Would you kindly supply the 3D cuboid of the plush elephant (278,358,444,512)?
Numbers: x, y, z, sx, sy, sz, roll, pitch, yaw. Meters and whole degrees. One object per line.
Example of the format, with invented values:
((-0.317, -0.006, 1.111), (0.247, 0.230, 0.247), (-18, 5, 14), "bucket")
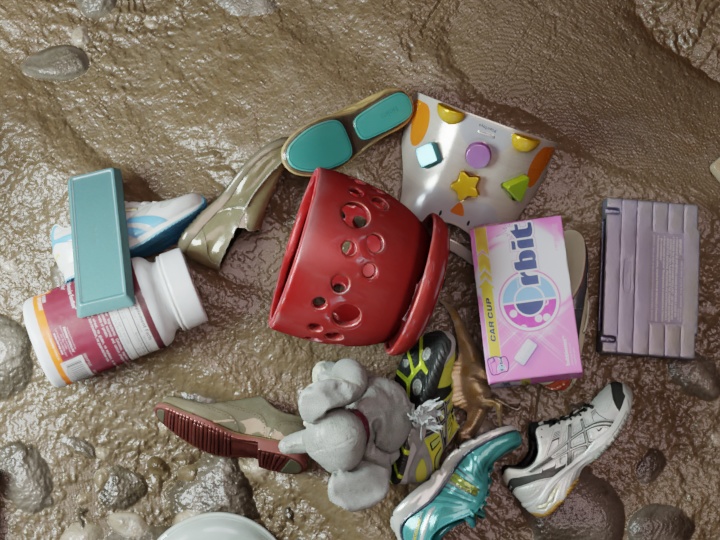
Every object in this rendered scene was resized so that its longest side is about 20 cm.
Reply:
((-0.019, 0.188, 1.358), (0.154, 0.199, 0.167), (-11, 88, -41), "plush elephant")

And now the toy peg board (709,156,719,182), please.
((0.599, -0.127, 1.513), (0.199, 0.098, 0.201), (-39, 87, -8), "toy peg board")

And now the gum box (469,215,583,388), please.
((0.200, 0.034, 1.421), (0.112, 0.066, 0.203), (-8, 78, 9), "gum box")

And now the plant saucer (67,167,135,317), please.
((-0.311, -0.039, 1.395), (0.069, 0.019, 0.202), (-13, 57, -1), "plant saucer")

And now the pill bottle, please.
((-0.292, 0.053, 1.413), (0.198, 0.114, 0.115), (-22, 84, -7), "pill bottle")

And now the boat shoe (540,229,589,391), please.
((0.258, 0.052, 1.483), (0.062, 0.071, 0.203), (21, 75, -44), "boat shoe")

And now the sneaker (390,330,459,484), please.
((0.083, 0.165, 1.432), (0.076, 0.075, 0.202), (6, 111, -28), "sneaker")

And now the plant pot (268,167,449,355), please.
((0.000, 0.000, 1.402), (0.181, 0.200, 0.203), (20, 81, -7), "plant pot")

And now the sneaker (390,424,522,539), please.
((0.128, 0.270, 1.427), (0.200, 0.077, 0.080), (-46, 61, 1), "sneaker")

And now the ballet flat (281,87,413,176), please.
((-0.022, -0.170, 1.473), (0.199, 0.063, 0.069), (-26, 106, -24), "ballet flat")

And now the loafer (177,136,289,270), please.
((-0.142, -0.081, 1.467), (0.067, 0.076, 0.200), (43, 91, 2), "loafer")

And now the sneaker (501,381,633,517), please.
((0.255, 0.205, 1.452), (0.087, 0.076, 0.200), (41, 81, 2), "sneaker")

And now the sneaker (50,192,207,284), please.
((-0.286, -0.056, 1.450), (0.198, 0.077, 0.081), (-25, 77, -11), "sneaker")

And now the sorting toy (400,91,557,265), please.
((0.133, -0.107, 1.490), (0.198, 0.107, 0.182), (19, 100, -1), "sorting toy")

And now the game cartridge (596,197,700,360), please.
((0.372, 0.011, 1.510), (0.128, 0.038, 0.203), (5, 82, -7), "game cartridge")

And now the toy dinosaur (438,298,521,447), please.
((0.149, 0.128, 1.464), (0.100, 0.058, 0.203), (-5, 82, -4), "toy dinosaur")

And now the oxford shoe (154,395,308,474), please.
((-0.153, 0.186, 1.439), (0.198, 0.071, 0.075), (20, 57, -2), "oxford shoe")

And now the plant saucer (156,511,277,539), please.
((-0.174, 0.394, 1.407), (0.197, 0.050, 0.203), (1, 83, -4), "plant saucer")
